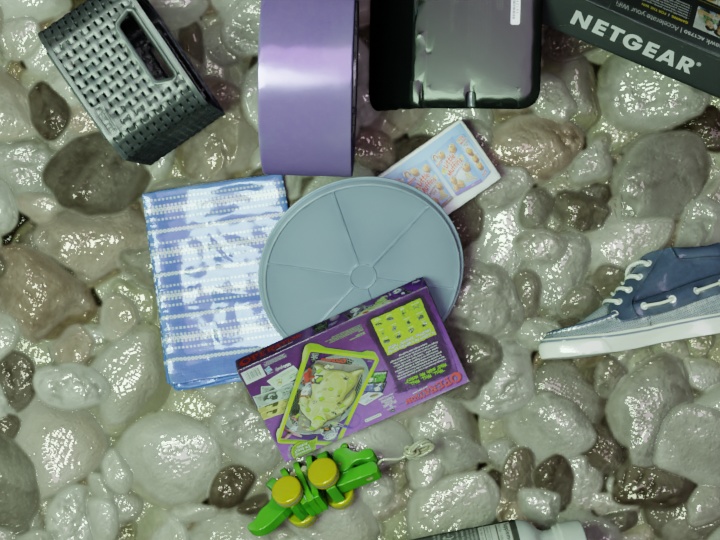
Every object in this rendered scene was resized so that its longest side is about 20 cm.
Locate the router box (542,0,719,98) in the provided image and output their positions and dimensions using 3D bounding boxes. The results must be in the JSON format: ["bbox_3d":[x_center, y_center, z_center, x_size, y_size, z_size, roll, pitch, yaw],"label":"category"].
[{"bbox_3d":[0.272,-0.260,1.461,0.200,0.051,0.149,23,52,-1],"label":"router box"}]

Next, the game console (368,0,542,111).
[{"bbox_3d":[0.086,-0.251,1.459,0.176,0.116,0.200,1,95,10],"label":"game console"}]

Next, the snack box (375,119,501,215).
[{"bbox_3d":[0.036,-0.063,1.528,0.200,0.024,0.072,-35,92,2],"label":"snack box"}]

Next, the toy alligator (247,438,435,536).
[{"bbox_3d":[-0.025,0.197,1.528,0.200,0.059,0.054,-27,51,2],"label":"toy alligator"}]

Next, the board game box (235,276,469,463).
[{"bbox_3d":[-0.007,0.098,1.511,0.200,0.032,0.120,-24,113,2],"label":"board game box"}]

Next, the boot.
[{"bbox_3d":[0.265,0.031,1.512,0.200,0.073,0.090,-10,85,-7],"label":"boot"}]

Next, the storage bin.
[{"bbox_3d":[-0.208,-0.179,1.439,0.094,0.200,0.135,-34,91,3],"label":"storage bin"}]

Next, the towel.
[{"bbox_3d":[-0.133,0.011,1.535,0.145,0.024,0.200,-8,92,1],"label":"towel"}]

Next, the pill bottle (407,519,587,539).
[{"bbox_3d":[0.122,0.304,1.496,0.200,0.116,0.117,-11,92,1],"label":"pill bottle"}]

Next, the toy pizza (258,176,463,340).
[{"bbox_3d":[0.000,0.000,1.500,0.200,0.032,0.200,-4,115,-8],"label":"toy pizza"}]

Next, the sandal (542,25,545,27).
[{"bbox_3d":[0.162,-0.252,1.501,0.200,0.080,0.054,20,114,-4],"label":"sandal"}]

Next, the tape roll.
[{"bbox_3d":[-0.046,-0.187,1.438,0.085,0.200,0.200,1,92,1],"label":"tape roll"}]
